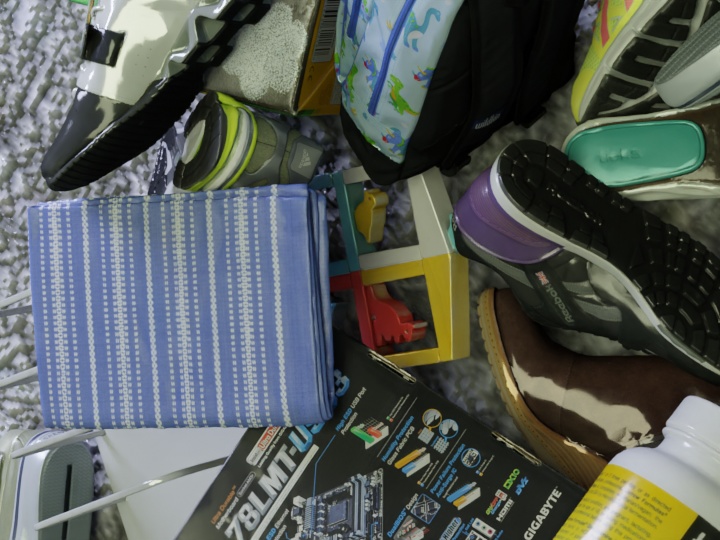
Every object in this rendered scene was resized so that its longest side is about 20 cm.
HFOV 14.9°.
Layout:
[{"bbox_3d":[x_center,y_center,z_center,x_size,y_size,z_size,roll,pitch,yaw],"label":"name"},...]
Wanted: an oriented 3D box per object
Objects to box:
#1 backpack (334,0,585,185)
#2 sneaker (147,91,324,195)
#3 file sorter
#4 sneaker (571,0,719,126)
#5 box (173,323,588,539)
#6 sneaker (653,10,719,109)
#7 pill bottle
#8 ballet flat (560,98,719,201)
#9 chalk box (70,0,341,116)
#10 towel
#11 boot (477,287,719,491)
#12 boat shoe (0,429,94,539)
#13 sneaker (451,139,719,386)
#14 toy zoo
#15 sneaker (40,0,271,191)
[{"bbox_3d":[0.061,-0.162,1.615,0.163,0.200,0.154,-31,82,-18],"label":"backpack"},{"bbox_3d":[-0.084,-0.057,1.731,0.081,0.200,0.074,17,80,-16],"label":"sneaker"},{"bbox_3d":[-0.148,0.096,1.772,0.139,0.124,0.201,-21,86,32],"label":"file sorter"},{"bbox_3d":[0.177,-0.177,1.667,0.090,0.078,0.200,45,116,41],"label":"sneaker"},{"bbox_3d":[0.005,0.165,1.655,0.198,0.050,0.200,32,83,13],"label":"box"},{"bbox_3d":[0.269,-0.143,1.611,0.200,0.073,0.071,-32,103,12],"label":"sneaker"},{"bbox_3d":[0.165,0.177,1.590,0.112,0.112,0.200,34,82,16],"label":"pill bottle"},{"bbox_3d":[0.221,-0.070,1.654,0.199,0.069,0.070,-3,92,18],"label":"ballet flat"},{"bbox_3d":[-0.093,-0.180,1.743,0.200,0.124,0.125,17,101,21],"label":"chalk box"},{"bbox_3d":[-0.109,0.023,1.667,0.199,0.024,0.145,-2,93,24],"label":"towel"},{"bbox_3d":[0.178,0.071,1.692,0.166,0.072,0.200,-28,81,9],"label":"boot"},{"bbox_3d":[-0.222,0.204,1.859,0.062,0.072,0.201,12,95,45],"label":"boat shoe"},{"bbox_3d":[0.145,0.007,1.654,0.200,0.076,0.088,39,138,-5],"label":"sneaker"},{"bbox_3d":[0.000,0.000,1.738,0.200,0.020,0.132,-10,90,41],"label":"toy zoo"},{"bbox_3d":[-0.136,-0.138,1.662,0.089,0.074,0.200,44,100,14],"label":"sneaker"}]
